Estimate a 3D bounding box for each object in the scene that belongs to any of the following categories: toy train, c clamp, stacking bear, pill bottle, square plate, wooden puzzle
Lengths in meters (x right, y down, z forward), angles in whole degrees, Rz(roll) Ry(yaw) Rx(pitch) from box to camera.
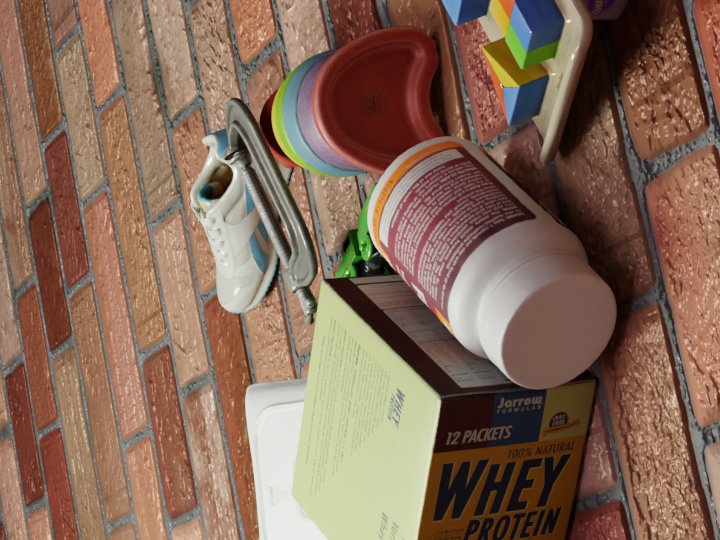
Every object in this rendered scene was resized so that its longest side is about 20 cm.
[{"bbox_3d":[0.000,0.000,1.819,0.200,0.042,0.056,116,149,-46],"label":"toy train"},{"bbox_3d":[-0.080,-0.051,1.857,0.171,0.027,0.200,134,112,-78],"label":"c clamp"},{"bbox_3d":[-0.023,-0.129,1.772,0.200,0.114,0.122,173,91,-67],"label":"stacking bear"},{"bbox_3d":[0.096,-0.005,1.546,0.200,0.114,0.114,49,137,49],"label":"pill bottle"},{"bbox_3d":[-0.027,0.189,1.839,0.198,0.028,0.200,-10,83,41],"label":"square plate"},{"bbox_3d":[0.100,-0.194,1.501,0.185,0.046,0.200,96,154,-67],"label":"wooden puzzle"}]

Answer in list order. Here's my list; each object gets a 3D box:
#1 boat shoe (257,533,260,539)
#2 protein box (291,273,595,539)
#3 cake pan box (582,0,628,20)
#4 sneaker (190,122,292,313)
[{"bbox_3d":[-0.066,0.330,1.987,0.065,0.072,0.200,2,84,27],"label":"boat shoe"},{"bbox_3d":[0.058,0.131,1.621,0.200,0.135,0.199,43,131,53],"label":"protein box"},{"bbox_3d":[0.157,-0.304,1.446,0.184,0.052,0.200,-59,44,46],"label":"cake pan box"},{"bbox_3d":[-0.122,-0.050,2.000,0.077,0.081,0.200,45,135,49],"label":"sneaker"}]
